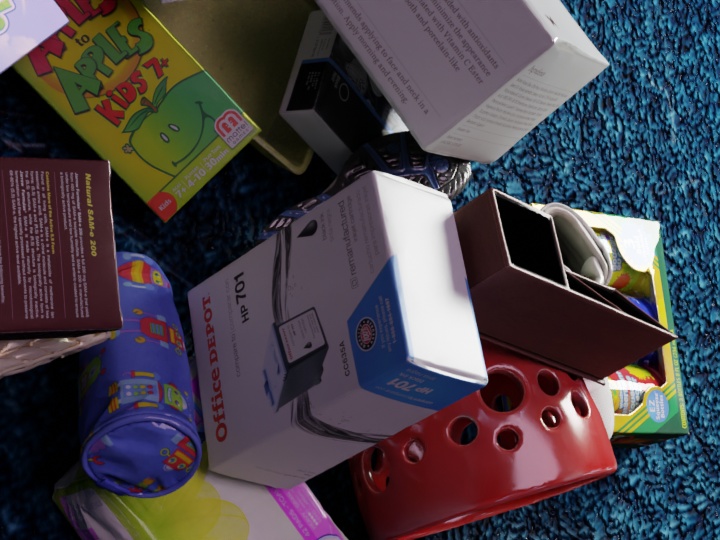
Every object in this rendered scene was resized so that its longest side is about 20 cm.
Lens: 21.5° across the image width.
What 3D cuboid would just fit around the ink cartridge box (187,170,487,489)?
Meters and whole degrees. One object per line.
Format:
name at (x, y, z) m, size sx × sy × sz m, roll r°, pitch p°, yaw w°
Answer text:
ink cartridge box at (-0.021, 0.045, 1.313) m, size 0.086 × 0.200 × 0.147 m, roll 18°, pitch 52°, yaw -44°

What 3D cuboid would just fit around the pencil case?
pencil case at (-0.159, 0.071, 1.296) m, size 0.078 × 0.087 × 0.200 m, roll 29°, pitch 24°, yaw -28°

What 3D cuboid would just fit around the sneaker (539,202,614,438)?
sneaker at (0.168, 0.046, 1.535) m, size 0.073 × 0.116 × 0.201 m, roll -16°, pitch 81°, yaw -18°

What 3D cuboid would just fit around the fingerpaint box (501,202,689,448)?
fingerpaint box at (0.199, 0.051, 1.670) m, size 0.166 × 0.073 × 0.201 m, roll 6°, pitch 72°, yaw -39°

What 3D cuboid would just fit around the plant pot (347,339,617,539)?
plant pot at (0.080, 0.101, 1.467) m, size 0.200 × 0.200 × 0.183 m, roll -8°, pitch 78°, yaw -42°

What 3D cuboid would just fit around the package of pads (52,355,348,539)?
package of pads at (-0.110, 0.184, 1.360) m, size 0.200 × 0.068 × 0.155 m, roll 54°, pitch 48°, yaw -12°

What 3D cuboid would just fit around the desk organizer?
desk organizer at (0.136, 0.014, 1.372) m, size 0.200 × 0.077 × 0.072 m, roll 21°, pitch 47°, yaw -41°

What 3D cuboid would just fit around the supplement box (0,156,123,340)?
supplement box at (-0.243, -0.012, 1.135) m, size 0.199 × 0.061 × 0.109 m, roll 0°, pitch 82°, yaw -41°

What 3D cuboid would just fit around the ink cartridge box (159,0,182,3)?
ink cartridge box at (-0.182, -0.289, 1.365) m, size 0.200 × 0.083 × 0.145 m, roll 40°, pitch 14°, yaw -1°

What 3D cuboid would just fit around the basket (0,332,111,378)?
basket at (-0.279, 0.020, 1.227) m, size 0.199 × 0.135 × 0.124 m, roll -18°, pitch 92°, yaw -42°

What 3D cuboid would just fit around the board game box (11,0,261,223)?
board game box at (-0.178, -0.143, 1.390) m, size 0.102 × 0.048 × 0.200 m, roll -43°, pitch 110°, yaw 0°

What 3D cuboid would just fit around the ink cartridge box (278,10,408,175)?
ink cartridge box at (0.010, -0.115, 1.539) m, size 0.200 × 0.039 × 0.100 m, roll 45°, pitch 51°, yaw -47°

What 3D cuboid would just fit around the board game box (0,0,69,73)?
board game box at (-0.319, -0.170, 1.278) m, size 0.200 × 0.037 × 0.152 m, roll -42°, pitch 104°, yaw -22°

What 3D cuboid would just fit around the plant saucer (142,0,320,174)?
plant saucer at (-0.098, -0.201, 1.514) m, size 0.200 × 0.048 × 0.201 m, roll 39°, pitch 54°, yaw -25°

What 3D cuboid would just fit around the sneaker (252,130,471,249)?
sneaker at (-0.002, -0.042, 1.486) m, size 0.199 × 0.077 × 0.076 m, roll -30°, pitch 74°, yaw -16°

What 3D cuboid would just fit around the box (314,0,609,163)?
box at (0.067, -0.201, 1.451) m, size 0.199 × 0.131 × 0.200 m, roll 55°, pitch 15°, yaw 11°
